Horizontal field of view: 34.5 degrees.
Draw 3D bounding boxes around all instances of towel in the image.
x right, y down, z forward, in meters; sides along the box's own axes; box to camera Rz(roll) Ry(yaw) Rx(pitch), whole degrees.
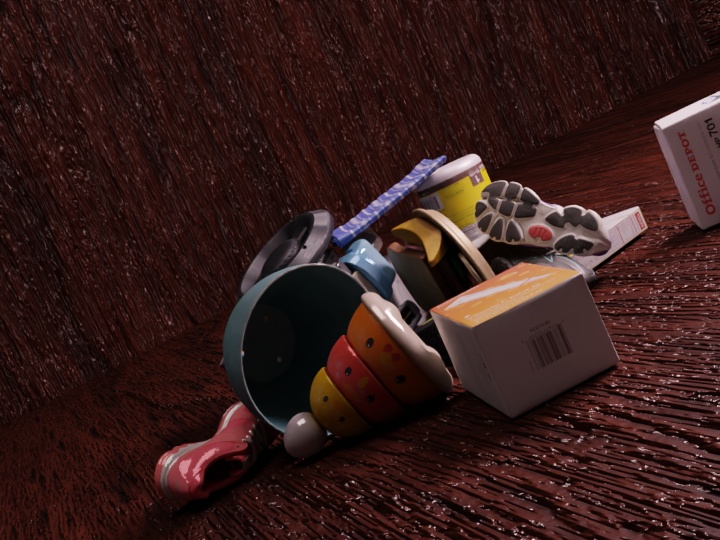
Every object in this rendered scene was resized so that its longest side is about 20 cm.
[{"bbox_3d":[0.034,-0.101,1.685,0.199,0.024,0.145,-39,6,-4],"label":"towel"}]

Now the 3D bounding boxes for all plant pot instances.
[{"bbox_3d":[-0.088,0.093,1.399,0.198,0.203,0.134,-29,16,-30],"label":"plant pot"}]

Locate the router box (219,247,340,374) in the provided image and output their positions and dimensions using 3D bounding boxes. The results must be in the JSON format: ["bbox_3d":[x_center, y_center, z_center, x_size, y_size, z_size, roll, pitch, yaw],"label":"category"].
[{"bbox_3d":[-0.109,0.067,1.688,0.148,0.051,0.201,-23,27,29],"label":"router box"}]

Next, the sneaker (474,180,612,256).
[{"bbox_3d":[0.240,-0.055,1.535,0.198,0.082,0.083,24,-1,32],"label":"sneaker"}]

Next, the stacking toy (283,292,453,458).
[{"bbox_3d":[-0.006,0.139,1.302,0.200,0.146,0.146,-44,6,1],"label":"stacking toy"}]

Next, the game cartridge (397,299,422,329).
[{"bbox_3d":[0.018,0.105,1.534,0.133,0.042,0.200,-40,-1,10],"label":"game cartridge"}]

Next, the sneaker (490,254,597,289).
[{"bbox_3d":[0.234,0.016,1.511,0.078,0.077,0.200,-14,9,-17],"label":"sneaker"}]

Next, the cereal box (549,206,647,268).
[{"bbox_3d":[0.295,-0.022,1.637,0.199,0.040,0.143,-32,7,-39],"label":"cereal box"}]

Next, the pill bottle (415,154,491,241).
[{"bbox_3d":[0.168,-0.063,1.744,0.108,0.203,0.109,-25,6,3],"label":"pill bottle"}]

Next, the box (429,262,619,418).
[{"bbox_3d":[0.162,0.065,1.189,0.123,0.099,0.200,-26,6,-7],"label":"box"}]

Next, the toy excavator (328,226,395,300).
[{"bbox_3d":[0.000,0.000,1.630,0.201,0.100,0.194,-52,12,-29],"label":"toy excavator"}]

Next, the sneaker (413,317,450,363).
[{"bbox_3d":[0.144,0.059,1.436,0.198,0.073,0.083,-22,6,34],"label":"sneaker"}]

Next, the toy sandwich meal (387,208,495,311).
[{"bbox_3d":[0.109,0.005,1.519,0.070,0.206,0.205,-38,8,-9],"label":"toy sandwich meal"}]

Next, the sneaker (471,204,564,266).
[{"bbox_3d":[0.205,-0.040,1.631,0.198,0.074,0.085,-27,8,18],"label":"sneaker"}]

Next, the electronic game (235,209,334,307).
[{"bbox_3d":[-0.112,-0.010,1.710,0.199,0.042,0.201,-41,21,19],"label":"electronic game"}]

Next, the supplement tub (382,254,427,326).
[{"bbox_3d":[-0.007,0.063,1.771,0.198,0.124,0.122,-22,7,24],"label":"supplement tub"}]

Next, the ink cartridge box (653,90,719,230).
[{"bbox_3d":[0.497,-0.162,1.485,0.197,0.148,0.086,-25,8,10],"label":"ink cartridge box"}]

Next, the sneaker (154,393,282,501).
[{"bbox_3d":[-0.148,0.220,1.389,0.086,0.075,0.199,5,29,45],"label":"sneaker"}]
